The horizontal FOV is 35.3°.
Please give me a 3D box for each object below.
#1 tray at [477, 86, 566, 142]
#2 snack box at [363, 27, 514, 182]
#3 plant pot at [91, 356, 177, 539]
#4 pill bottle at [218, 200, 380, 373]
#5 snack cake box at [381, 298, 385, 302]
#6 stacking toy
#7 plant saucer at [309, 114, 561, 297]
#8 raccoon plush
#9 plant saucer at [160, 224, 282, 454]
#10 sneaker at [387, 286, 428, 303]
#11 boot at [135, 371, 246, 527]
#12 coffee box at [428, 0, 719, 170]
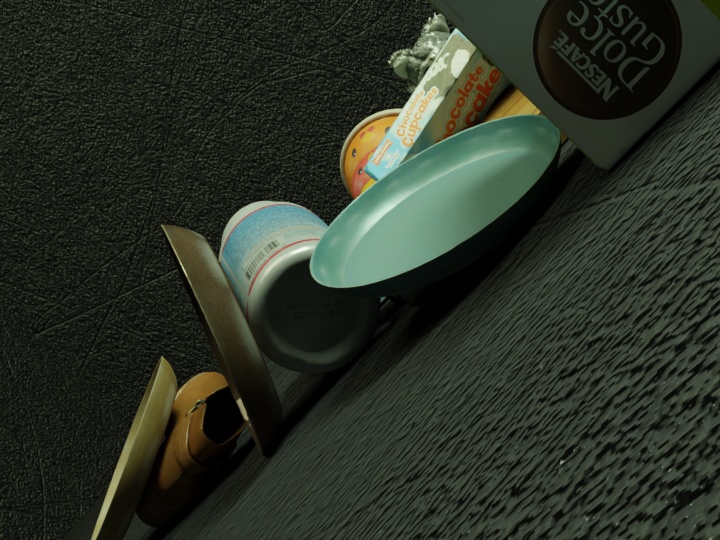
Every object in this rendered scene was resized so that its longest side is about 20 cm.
[{"bbox_3d":[0.159,-0.146,0.929,0.200,0.037,0.099,-46,18,-7],"label":"tray"},{"bbox_3d":[0.097,-0.141,0.980,0.116,0.037,0.201,28,-82,-50],"label":"snack box"},{"bbox_3d":[-0.217,0.183,1.097,0.200,0.027,0.202,-158,89,-81],"label":"plant pot"},{"bbox_3d":[-0.061,0.004,0.969,0.109,0.109,0.200,-46,25,0],"label":"pill bottle"},{"bbox_3d":[0.000,0.000,1.108,0.200,0.067,0.115,-46,4,5],"label":"snack cake box"},{"bbox_3d":[0.044,-0.082,1.297,0.146,0.146,0.201,-44,21,25],"label":"stacking toy"},{"bbox_3d":[0.055,-0.042,0.791,0.199,0.028,0.201,-28,22,12],"label":"plant saucer"},{"bbox_3d":[0.083,-0.173,1.164,0.097,0.134,0.200,-48,4,-18],"label":"raccoon plush"},{"bbox_3d":[-0.108,0.050,0.915,0.032,0.202,0.200,-24,0,-9],"label":"plant saucer"},{"bbox_3d":[0.041,-0.021,0.930,0.080,0.071,0.200,-41,10,-7],"label":"sneaker"},{"bbox_3d":[-0.147,0.140,1.105,0.156,0.076,0.201,-51,5,38],"label":"boot"},{"bbox_3d":[0.142,-0.210,0.683,0.198,0.200,0.200,-46,4,17],"label":"coffee box"}]
